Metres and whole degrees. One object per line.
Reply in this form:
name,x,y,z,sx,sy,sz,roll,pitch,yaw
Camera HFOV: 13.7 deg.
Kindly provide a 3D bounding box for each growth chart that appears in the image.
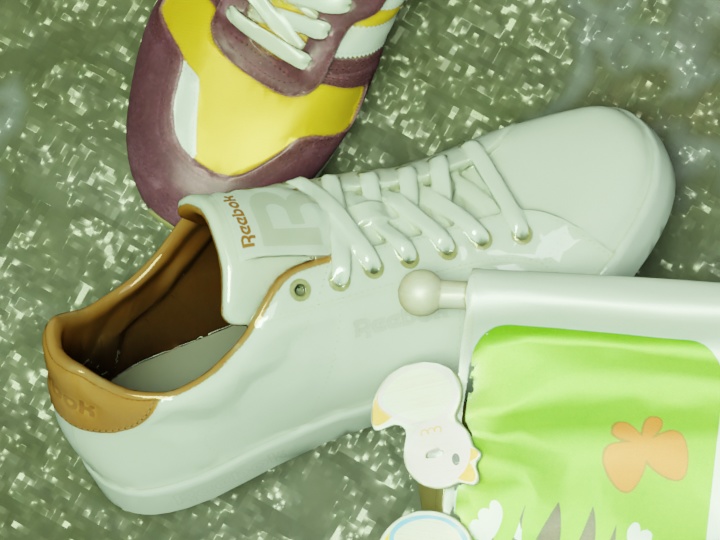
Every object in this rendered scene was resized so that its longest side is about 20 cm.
growth chart,0.077,0.095,0.848,0.144,0.018,0.200,-5,86,3

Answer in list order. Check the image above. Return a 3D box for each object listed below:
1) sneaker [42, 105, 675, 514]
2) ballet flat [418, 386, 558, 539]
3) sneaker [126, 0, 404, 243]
sneaker,0.000,0.000,0.881,0.200,0.085,0.073,-29,52,-3
ballet flat,0.059,0.106,0.890,0.069,0.063,0.200,-10,84,-2
sneaker,-0.011,-0.103,0.897,0.075,0.090,0.200,27,85,2
